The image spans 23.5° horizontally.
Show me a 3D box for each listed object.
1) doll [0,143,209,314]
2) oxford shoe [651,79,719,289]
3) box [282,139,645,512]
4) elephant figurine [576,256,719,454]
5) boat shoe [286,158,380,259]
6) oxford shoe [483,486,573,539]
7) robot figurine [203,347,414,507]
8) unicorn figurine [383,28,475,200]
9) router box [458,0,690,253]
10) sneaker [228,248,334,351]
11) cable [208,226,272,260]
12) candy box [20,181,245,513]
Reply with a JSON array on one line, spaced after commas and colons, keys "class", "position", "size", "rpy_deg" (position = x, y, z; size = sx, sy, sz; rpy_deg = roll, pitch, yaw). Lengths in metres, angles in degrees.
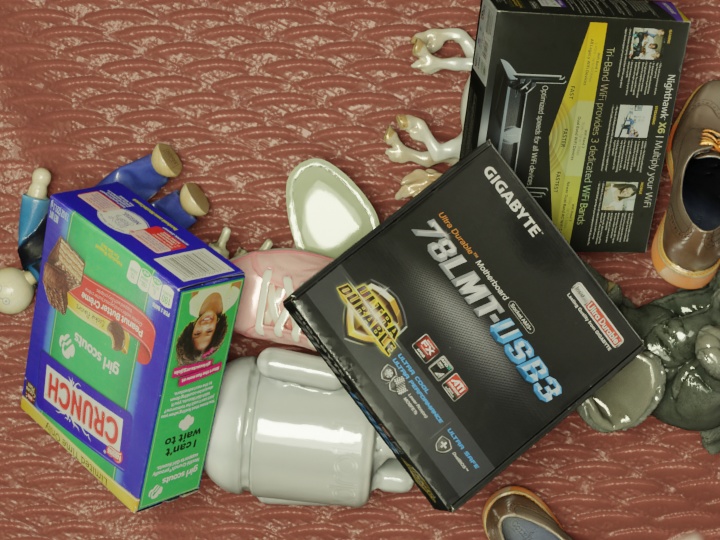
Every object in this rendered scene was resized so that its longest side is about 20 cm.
[{"class": "doll", "position": [-0.229, -0.029, 1.445], "size": [0.199, 0.048, 0.137], "rpy_deg": [-33, 101, 11]}, {"class": "oxford shoe", "position": [0.279, -0.082, 1.360], "size": [0.071, 0.073, 0.201], "rpy_deg": [14, 55, 1]}, {"class": "box", "position": [0.078, 0.041, 1.289], "size": [0.198, 0.050, 0.201], "rpy_deg": [-37, 92, -12]}, {"class": "elephant figurine", "position": [0.205, 0.058, 1.391], "size": [0.198, 0.142, 0.156], "rpy_deg": [1, 74, 0]}, {"class": "boat shoe", "position": [0.000, 0.000, 1.428], "size": [0.071, 0.061, 0.202], "rpy_deg": [-29, 92, 4]}, {"class": "oxford shoe", "position": [0.176, 0.266, 1.424], "size": [0.200, 0.073, 0.071], "rpy_deg": [43, 95, -1]}, {"class": "robot figurine", "position": [-0.051, 0.131, 1.413], "size": [0.198, 0.113, 0.171], "rpy_deg": [5, 127, 3]}, {"class": "unicorn figurine", "position": [0.102, -0.146, 1.414], "size": [0.136, 0.074, 0.201], "rpy_deg": [15, 109, -7]}, {"class": "router box", "position": [0.163, -0.114, 1.366], "size": [0.156, 0.052, 0.201], "rpy_deg": [2, 116, -11]}, {"class": "sneaker", "position": [-0.028, 0.030, 1.350], "size": [0.199, 0.105, 0.076], "rpy_deg": [10, 98, 4]}, {"class": "cable", "position": [-0.136, 0.057, 1.436], "size": [0.097, 0.050, 0.201], "rpy_deg": [23, 91, -31]}, {"class": "candy box", "position": [-0.185, 0.058, 1.365], "size": [0.169, 0.077, 0.201], "rpy_deg": [33, 122, 36]}]
